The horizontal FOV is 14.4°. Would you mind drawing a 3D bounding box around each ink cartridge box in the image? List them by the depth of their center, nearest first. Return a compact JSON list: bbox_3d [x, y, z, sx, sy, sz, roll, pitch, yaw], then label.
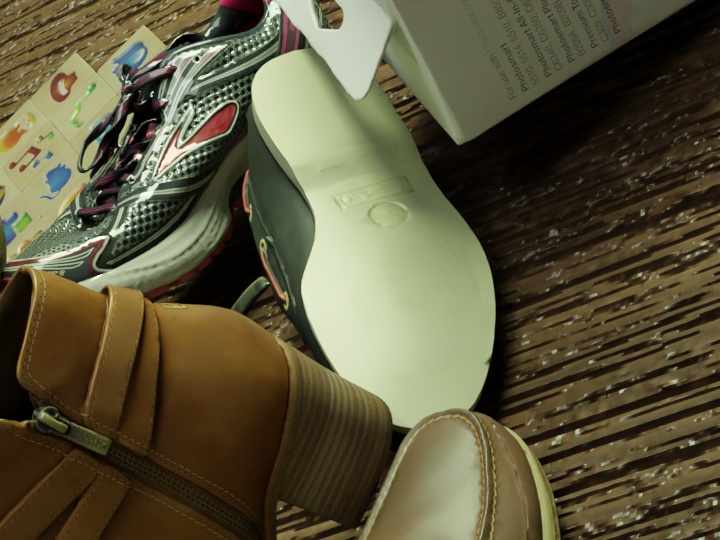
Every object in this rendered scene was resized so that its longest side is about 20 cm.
[{"bbox_3d":[0.056,-0.158,1.121,0.200,0.125,0.129,-32,33,-4],"label":"ink cartridge box"}]

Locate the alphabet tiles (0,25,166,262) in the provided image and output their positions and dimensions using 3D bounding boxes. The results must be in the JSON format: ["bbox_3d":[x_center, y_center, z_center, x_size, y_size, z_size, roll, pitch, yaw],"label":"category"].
[{"bbox_3d":[-0.139,-0.036,1.354,0.167,0.008,0.200,-46,32,0],"label":"alphabet tiles"}]

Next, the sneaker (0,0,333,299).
[{"bbox_3d":[-0.085,-0.051,1.205,0.081,0.075,0.200,0,39,47],"label":"sneaker"}]

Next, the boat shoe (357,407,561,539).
[{"bbox_3d":[0.017,0.122,0.948,0.072,0.068,0.200,-20,40,34],"label":"boat shoe"}]

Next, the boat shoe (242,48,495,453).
[{"bbox_3d":[0.003,0.000,1.111,0.073,0.063,0.202,-9,46,-14],"label":"boat shoe"}]

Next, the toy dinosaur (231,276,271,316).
[{"bbox_3d":[-0.115,0.068,1.175,0.200,0.047,0.088,-49,36,0],"label":"toy dinosaur"}]

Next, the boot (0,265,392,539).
[{"bbox_3d":[-0.084,0.106,0.975,0.077,0.155,0.200,23,90,57],"label":"boot"}]

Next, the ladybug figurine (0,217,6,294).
[{"bbox_3d":[-0.191,0.032,1.186,0.200,0.072,0.136,106,173,-61],"label":"ladybug figurine"}]
